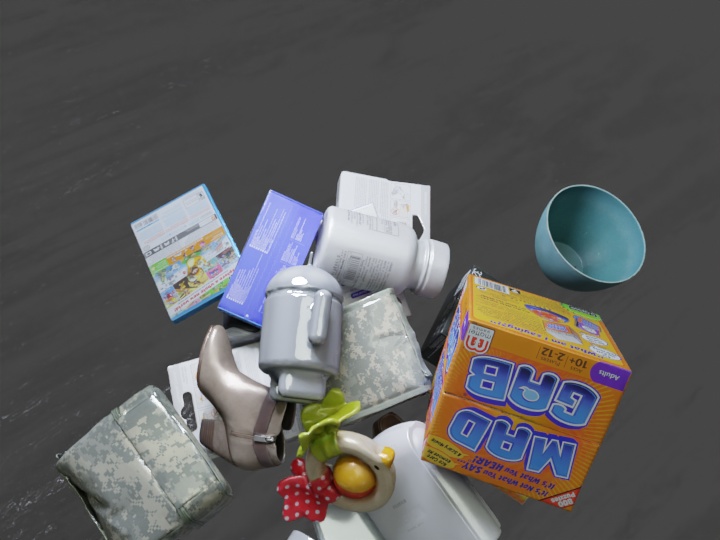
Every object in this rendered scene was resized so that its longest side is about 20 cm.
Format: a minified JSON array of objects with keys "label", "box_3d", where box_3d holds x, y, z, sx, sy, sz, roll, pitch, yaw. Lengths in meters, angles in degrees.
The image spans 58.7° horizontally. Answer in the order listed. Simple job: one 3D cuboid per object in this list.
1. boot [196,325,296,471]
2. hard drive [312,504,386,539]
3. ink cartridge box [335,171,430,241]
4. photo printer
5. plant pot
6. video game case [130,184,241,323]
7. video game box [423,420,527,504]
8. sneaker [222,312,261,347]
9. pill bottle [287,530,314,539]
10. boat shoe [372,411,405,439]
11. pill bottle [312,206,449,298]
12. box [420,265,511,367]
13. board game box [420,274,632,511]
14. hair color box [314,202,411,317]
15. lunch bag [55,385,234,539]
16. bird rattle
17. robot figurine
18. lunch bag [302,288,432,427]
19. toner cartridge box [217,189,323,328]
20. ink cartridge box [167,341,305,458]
[{"label":"boot","box_3d":[-0.161,0.183,0.923,0.145,0.070,0.202,1,88,25]},{"label":"hard drive","box_3d":[0.006,0.404,0.953,0.131,0.026,0.202,-13,69,-21]},{"label":"ink cartridge box","box_3d":[0.040,-0.076,1.182,0.174,0.045,0.202,9,64,-10]},{"label":"photo printer","box_3d":[0.080,0.321,0.908,0.069,0.166,0.201,-23,73,-50]},{"label":"plant pot","box_3d":[0.413,-0.041,1.216,0.198,0.135,0.202,6,64,-12]},{"label":"video game case","box_3d":[-0.280,-0.031,1.049,0.142,0.018,0.201,-29,67,-4]},{"label":"video game box","box_3d":[0.223,0.244,1.011,0.199,0.183,0.047,32,21,1]},{"label":"sneaker","box_3d":[-0.137,0.052,1.053,0.198,0.076,0.115,-12,71,-17]},{"label":"pill bottle","box_3d":[-0.111,0.458,0.846,0.112,0.112,0.201,35,60,3]},{"label":"boat shoe","box_3d":[0.093,0.310,0.992,0.075,0.074,0.201,-26,74,-28]},{"label":"pill bottle","box_3d":[0.032,-0.022,0.999,0.198,0.115,0.115,14,62,-10]},{"label":"box","box_3d":[0.229,0.120,1.094,0.199,0.124,0.149,32,62,1]},{"label":"board game box","box_3d":[0.209,0.151,0.860,0.198,0.202,0.200,18,17,5]},{"label":"hair color box","box_3d":[0.000,0.000,1.082,0.108,0.065,0.202,-19,89,-11]},{"label":"lunch bag","box_3d":[-0.292,0.281,0.866,0.167,0.140,0.200,-36,75,-20]},{"label":"bird rattle","box_3d":[-0.033,0.279,0.876,0.161,0.202,0.113,16,22,14]},{"label":"robot figurine","box_3d":[-0.081,0.080,0.890,0.112,0.169,0.202,12,69,-25]},{"label":"lunch bag","box_3d":[0.002,0.138,0.972,0.199,0.117,0.165,-26,77,20]},{"label":"toner cartridge box","box_3d":[-0.139,-0.013,0.997,0.094,0.043,0.202,24,77,-5]},{"label":"ink cartridge box","box_3d":[-0.186,0.203,0.997,0.198,0.050,0.162,-16,69,-2]}]
